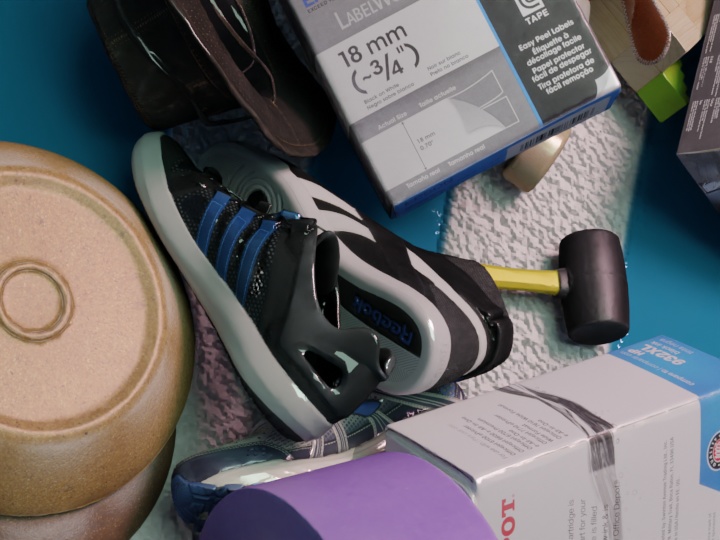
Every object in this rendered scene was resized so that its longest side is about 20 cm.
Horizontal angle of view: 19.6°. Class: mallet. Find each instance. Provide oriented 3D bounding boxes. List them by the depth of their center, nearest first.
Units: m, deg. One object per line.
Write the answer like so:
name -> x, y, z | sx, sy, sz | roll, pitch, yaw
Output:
mallet -> 0.070, 0.012, 1.220 | 0.198, 0.041, 0.066 | -2, 67, -24

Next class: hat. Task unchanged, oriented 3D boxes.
hat -> -0.097, -0.124, 1.140 | 0.201, 0.081, 0.201 | 52, 15, -20

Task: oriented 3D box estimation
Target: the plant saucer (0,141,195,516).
plant saucer -> -0.169, 0.021, 1.045 | 0.199, 0.035, 0.202 | 11, 65, -24

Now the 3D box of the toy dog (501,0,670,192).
toy dog -> 0.113, -0.142, 1.225 | 0.131, 0.096, 0.202 | 15, 102, -3

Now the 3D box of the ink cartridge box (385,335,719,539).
ink cartridge box -> 0.114, 0.135, 1.122 | 0.199, 0.084, 0.146 | -15, 116, -32

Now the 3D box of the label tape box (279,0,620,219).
label tape box -> 0.034, -0.151, 1.161 | 0.143, 0.063, 0.201 | -27, 85, -1

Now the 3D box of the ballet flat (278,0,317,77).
ballet flat -> -0.014, -0.151, 1.237 | 0.063, 0.069, 0.201 | -16, 73, -3

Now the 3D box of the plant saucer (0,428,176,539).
plant saucer -> -0.181, 0.061, 1.065 | 0.199, 0.037, 0.202 | 11, 65, -25

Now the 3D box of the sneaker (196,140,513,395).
sneaker -> 0.000, 0.000, 1.153 | 0.200, 0.073, 0.111 | 42, 25, 30

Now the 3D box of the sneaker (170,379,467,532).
sneaker -> -0.024, 0.087, 1.124 | 0.199, 0.077, 0.086 | -9, 64, -38

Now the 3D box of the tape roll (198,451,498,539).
tape roll -> 0.000, 0.194, 1.006 | 0.084, 0.200, 0.201 | -11, 75, -30

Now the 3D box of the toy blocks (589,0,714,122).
toy blocks -> 0.174, -0.213, 1.344 | 0.200, 0.100, 0.137 | 50, 44, -2

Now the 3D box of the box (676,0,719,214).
box -> 0.274, -0.110, 1.328 | 0.158, 0.049, 0.201 | 47, 50, -39

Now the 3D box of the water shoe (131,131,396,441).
water shoe -> -0.049, -0.003, 1.091 | 0.079, 0.072, 0.201 | -33, 64, 3
